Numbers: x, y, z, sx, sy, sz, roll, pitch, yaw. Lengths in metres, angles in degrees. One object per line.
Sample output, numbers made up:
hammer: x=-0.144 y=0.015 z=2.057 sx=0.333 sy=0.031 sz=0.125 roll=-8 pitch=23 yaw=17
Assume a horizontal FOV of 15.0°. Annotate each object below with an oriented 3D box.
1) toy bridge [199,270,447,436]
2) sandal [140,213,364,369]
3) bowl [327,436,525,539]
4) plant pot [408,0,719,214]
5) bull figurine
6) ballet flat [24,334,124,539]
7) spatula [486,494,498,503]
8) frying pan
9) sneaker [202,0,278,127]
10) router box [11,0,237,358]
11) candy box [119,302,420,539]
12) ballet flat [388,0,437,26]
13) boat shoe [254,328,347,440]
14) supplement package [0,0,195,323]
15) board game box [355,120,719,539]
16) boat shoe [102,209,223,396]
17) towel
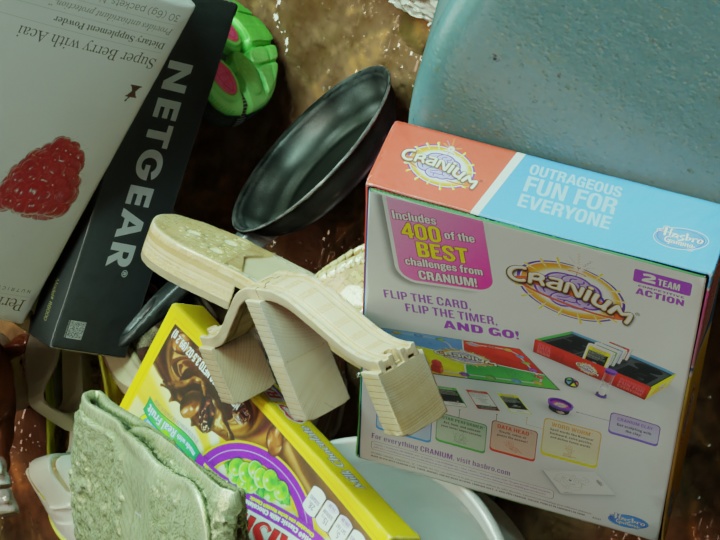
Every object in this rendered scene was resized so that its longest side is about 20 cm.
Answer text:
toy bridge: x=-0.029 y=0.034 z=1.253 sx=0.200 sy=0.027 sz=0.067 roll=5 pitch=120 yaw=63
sandal: x=-0.001 y=0.001 z=1.344 sx=0.212 sy=0.078 sz=0.070 roll=23 pitch=108 yaw=6
bowl: x=0.025 y=0.184 z=1.356 sx=0.201 sy=0.090 sz=0.201 roll=-6 pitch=81 yaw=40
plant pot: x=0.124 y=-0.112 z=1.205 sx=0.200 sy=0.196 sz=0.196 roll=-51 pitch=13 yaw=33
bull figurine: x=-0.218 y=0.074 z=1.510 sx=0.065 sy=0.200 sz=0.121 roll=-9 pitch=73 yaw=2
ballet flat: x=-0.158 y=0.091 z=1.534 sx=0.067 sy=0.067 sz=0.200 roll=-10 pitch=79 yaw=36
spatula: x=0.044 y=0.025 z=1.401 sx=0.057 sy=0.021 sz=0.200 roll=-19 pitch=74 yaw=34
frying pan: x=-0.041 y=-0.031 z=1.411 sx=0.190 sy=0.031 sz=0.115 roll=-56 pitch=21 yaw=-23
sneaker: x=-0.113 y=-0.122 z=1.522 sx=0.200 sy=0.077 sz=0.084 roll=39 pitch=116 yaw=46
router box: x=-0.157 y=-0.073 z=1.462 sx=0.157 sy=0.052 sz=0.200 roll=27 pitch=102 yaw=48
candy box: x=-0.056 y=0.113 z=1.355 sx=0.200 sy=0.026 sz=0.102 roll=44 pitch=116 yaw=39
ballet flat: x=0.008 y=-0.175 z=1.424 sx=0.200 sy=0.072 sz=0.072 roll=27 pitch=103 yaw=38
boat shoe: x=-0.057 y=0.118 z=1.445 sx=0.076 sy=0.072 sz=0.200 roll=30 pitch=99 yaw=24
supplement package: x=-0.196 y=-0.092 z=1.378 sx=0.200 sy=0.121 sz=0.120 roll=-59 pitch=44 yaw=21
board game box: x=0.077 y=0.031 z=1.218 sx=0.153 sy=0.200 sz=0.040 roll=15 pitch=52 yaw=10
boat shoe: x=-0.120 y=-0.007 z=1.496 sx=0.072 sy=0.072 sz=0.200 roll=-53 pitch=41 yaw=24
towel: x=-0.100 y=0.170 z=1.358 sx=0.148 sy=0.036 sz=0.200 roll=28 pitch=126 yaw=51
